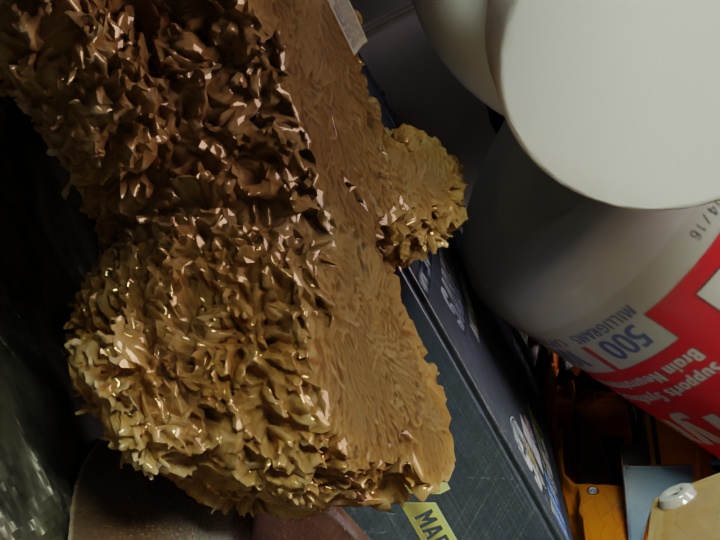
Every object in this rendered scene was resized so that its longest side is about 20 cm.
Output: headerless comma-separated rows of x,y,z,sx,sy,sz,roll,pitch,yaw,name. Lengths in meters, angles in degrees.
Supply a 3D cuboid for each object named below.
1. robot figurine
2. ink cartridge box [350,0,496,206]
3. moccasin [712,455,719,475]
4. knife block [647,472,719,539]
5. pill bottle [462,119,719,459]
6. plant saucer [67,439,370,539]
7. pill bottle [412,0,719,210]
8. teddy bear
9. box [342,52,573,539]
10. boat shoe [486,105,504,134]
0.082,0.075,0.867,0.200,0.058,0.145,-89,-176,-53,robot figurine
0.000,-0.136,0.994,0.145,0.087,0.200,43,25,-59,ink cartridge box
0.120,0.069,1.014,0.068,0.080,0.200,56,-9,9,moccasin
0.132,0.136,0.665,0.176,0.064,0.200,64,15,-12,knife block
0.138,0.010,0.783,0.200,0.112,0.112,32,25,-21,pill bottle
-0.001,0.121,0.609,0.200,0.032,0.200,58,12,-21,plant saucer
0.063,-0.102,0.684,0.112,0.112,0.200,55,15,-32,pill bottle
-0.034,-0.040,0.598,0.145,0.067,0.200,-8,82,-61,teddy bear
0.000,0.000,0.767,0.158,0.051,0.200,60,7,-13,box
0.086,-0.064,0.893,0.200,0.076,0.074,96,17,-71,boat shoe
